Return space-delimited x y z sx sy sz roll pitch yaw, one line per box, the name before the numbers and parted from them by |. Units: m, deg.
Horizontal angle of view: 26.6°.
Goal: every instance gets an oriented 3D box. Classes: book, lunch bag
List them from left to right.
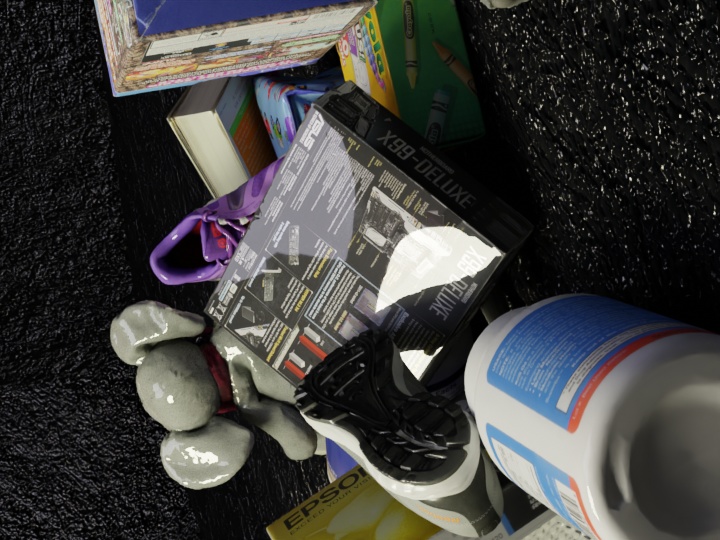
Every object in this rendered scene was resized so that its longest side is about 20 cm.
book | -0.079 -0.096 1.319 0.200 0.048 0.134 63 -145 -34
lunch bag | -0.020 -0.058 1.227 0.151 0.094 0.200 -142 44 -72

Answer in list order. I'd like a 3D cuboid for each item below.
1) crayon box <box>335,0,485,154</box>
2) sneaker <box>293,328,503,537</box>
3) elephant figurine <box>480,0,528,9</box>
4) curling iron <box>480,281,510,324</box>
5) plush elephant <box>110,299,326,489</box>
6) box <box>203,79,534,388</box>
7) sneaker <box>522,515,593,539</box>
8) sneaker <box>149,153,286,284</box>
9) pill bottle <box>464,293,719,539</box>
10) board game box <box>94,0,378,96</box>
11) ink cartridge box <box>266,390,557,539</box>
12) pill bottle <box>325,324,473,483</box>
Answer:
crayon box | 0.022 -0.173 1.051 0.119 0.058 0.200 160 97 -76
sneaker | 0.021 0.100 0.925 0.079 0.074 0.200 56 173 -30
elephant figurine | 0.002 -0.202 0.809 0.155 0.200 0.142 119 136 -70
curling iron | 0.070 -0.005 1.065 0.026 0.050 0.200 29 -158 -45
plush elephant | -0.107 0.083 1.210 0.200 0.155 0.165 57 -161 -84
box | 0.000 0.000 1.011 0.158 0.050 0.200 38 127 11
sneaker | 0.105 0.197 1.007 0.200 0.105 0.076 -7 73 39
sneaker | -0.074 -0.033 1.122 0.200 0.083 0.081 -30 91 33
pill bottle | 0.123 0.071 0.764 0.200 0.112 0.112 -153 51 -72
board game box | -0.094 -0.195 1.040 0.200 0.159 0.097 165 93 -76
ink cartridge box | 0.037 0.142 0.996 0.047 0.197 0.200 59 172 -22
pill bottle | 0.028 0.080 1.144 0.116 0.116 0.200 -121 23 -51
